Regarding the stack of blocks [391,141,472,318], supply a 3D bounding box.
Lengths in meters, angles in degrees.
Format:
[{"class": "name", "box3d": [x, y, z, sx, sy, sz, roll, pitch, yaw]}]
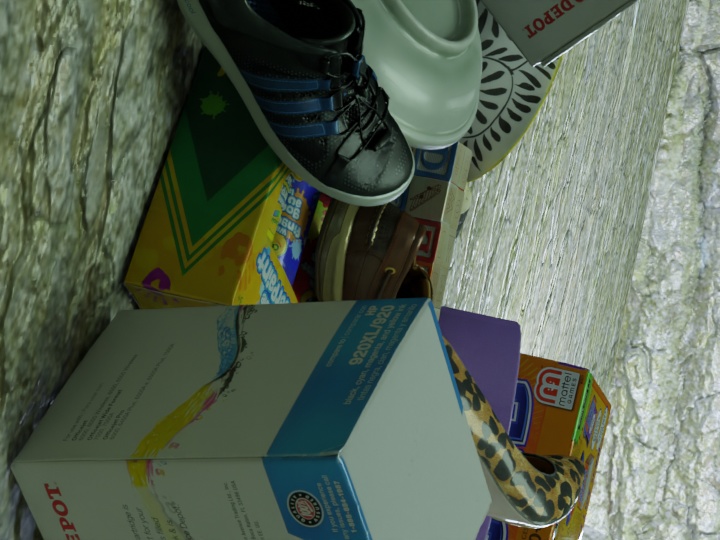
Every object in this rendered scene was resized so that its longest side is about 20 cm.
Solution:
[{"class": "stack of blocks", "box3d": [0.000, 0.000, 1.611, 0.059, 0.114, 0.201, 19, 83, -76]}]

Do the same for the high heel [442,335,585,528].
[{"class": "high heel", "box3d": [0.096, 0.101, 1.545, 0.199, 0.071, 0.144, -10, 103, -50]}]

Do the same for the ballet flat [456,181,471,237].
[{"class": "ballet flat", "box3d": [0.030, -0.001, 1.703, 0.200, 0.066, 0.057, -55, -144, 42]}]

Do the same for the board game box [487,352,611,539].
[{"class": "board game box", "box3d": [0.083, 0.171, 1.909, 0.200, 0.199, 0.201, 45, 58, -74]}]

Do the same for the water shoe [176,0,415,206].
[{"class": "water shoe", "box3d": [-0.026, -0.113, 1.300, 0.200, 0.079, 0.072, 47, 58, -25]}]

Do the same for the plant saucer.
[{"class": "plant saucer", "box3d": [0.022, -0.175, 1.440, 0.200, 0.050, 0.201, 34, 40, -35]}]

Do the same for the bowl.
[{"class": "bowl", "box3d": [0.059, -0.171, 1.673, 0.201, 0.094, 0.202, -41, -141, 45]}]

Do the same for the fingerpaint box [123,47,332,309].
[{"class": "fingerpaint box", "box3d": [-0.066, -0.018, 1.420, 0.200, 0.073, 0.168, 71, 34, -64]}]

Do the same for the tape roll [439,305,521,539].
[{"class": "tape roll", "box3d": [0.068, 0.130, 1.707, 0.200, 0.065, 0.201, -169, -90, -89]}]

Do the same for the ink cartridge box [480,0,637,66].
[{"class": "ink cartridge box", "box3d": [0.115, -0.255, 1.509, 0.083, 0.200, 0.147, -42, -173, -37]}]

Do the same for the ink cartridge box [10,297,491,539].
[{"class": "ink cartridge box", "box3d": [-0.056, 0.115, 1.251, 0.145, 0.199, 0.148, -59, 139, -49]}]

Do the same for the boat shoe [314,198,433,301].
[{"class": "boat shoe", "box3d": [0.011, 0.026, 1.482, 0.201, 0.067, 0.072, 88, 18, -55]}]
